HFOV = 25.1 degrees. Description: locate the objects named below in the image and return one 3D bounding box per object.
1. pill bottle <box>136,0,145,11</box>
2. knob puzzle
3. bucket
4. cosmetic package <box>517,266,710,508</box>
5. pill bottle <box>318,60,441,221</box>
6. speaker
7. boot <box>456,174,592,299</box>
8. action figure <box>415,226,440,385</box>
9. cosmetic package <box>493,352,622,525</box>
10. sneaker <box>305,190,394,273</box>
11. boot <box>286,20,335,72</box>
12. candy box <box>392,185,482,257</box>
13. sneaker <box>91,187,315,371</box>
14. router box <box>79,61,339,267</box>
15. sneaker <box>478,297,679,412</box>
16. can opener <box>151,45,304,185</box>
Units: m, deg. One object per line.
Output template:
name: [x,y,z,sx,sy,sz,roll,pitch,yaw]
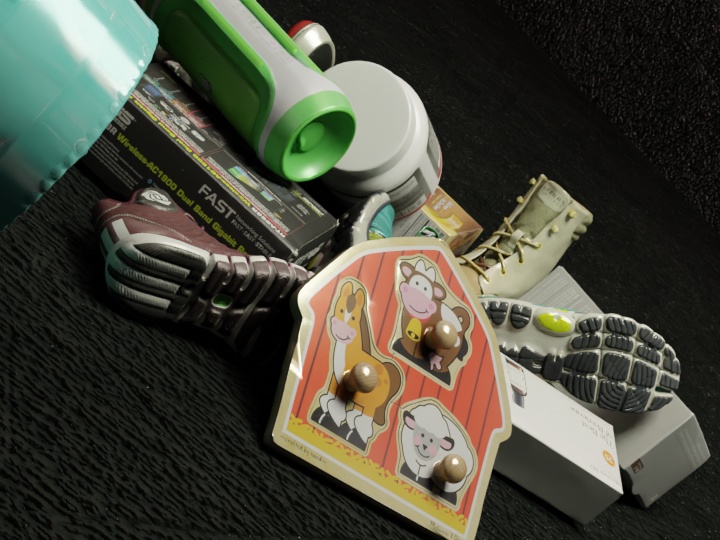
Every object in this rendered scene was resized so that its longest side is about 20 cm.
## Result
pill bottle: [-0.177,-0.303,1.614,0.112,0.112,0.200,30,19,-32]
knob puzzle: [0.036,0.062,1.085,0.219,0.030,0.221,15,66,-36]
bucket: [-0.219,-0.117,0.887,0.135,0.207,0.207,44,13,-24]
cosmetic package: [0.220,0.105,1.466,0.200,0.090,0.107,49,-3,32]
pill bottle: [0.009,-0.115,1.442,0.114,0.114,0.200,44,-1,12]
speaker: [-0.088,-0.160,1.269,0.200,0.089,0.088,49,18,29]
boot: [0.134,-0.020,1.504,0.072,0.155,0.200,46,15,24]
action figure: [0.040,0.031,1.206,0.117,0.055,0.200,15,35,-3]
cosmetic package: [0.116,0.114,1.272,0.199,0.051,0.083,33,33,-21]
sneaker: [0.000,0.000,1.326,0.080,0.077,0.200,47,24,-15]
boot: [-0.100,-0.200,1.443,0.144,0.072,0.200,50,-22,5]
candy box: [0.021,-0.086,1.602,0.200,0.055,0.115,44,18,12]
sneaker: [-0.098,-0.006,1.095,0.199,0.076,0.116,26,19,-41]
router box: [-0.120,-0.068,1.218,0.200,0.062,0.150,42,15,3]
sneaker: [0.175,0.061,1.370,0.199,0.078,0.080,18,7,-3]
can opener: [-0.114,-0.139,1.436,0.200,0.053,0.067,47,18,17]
